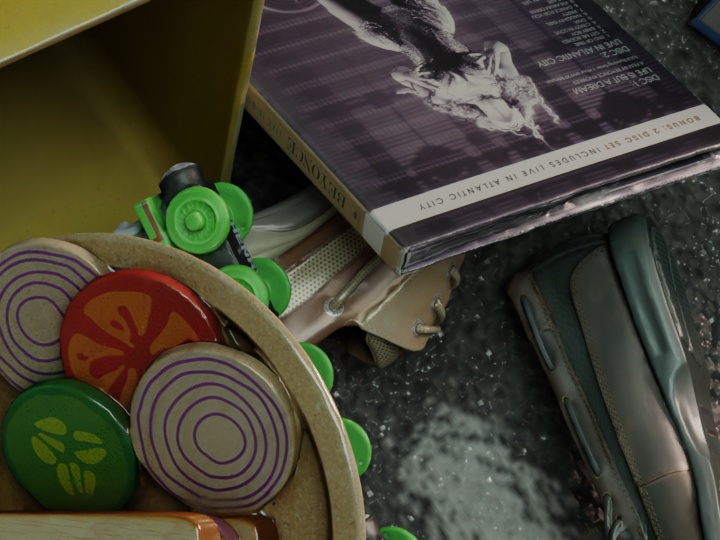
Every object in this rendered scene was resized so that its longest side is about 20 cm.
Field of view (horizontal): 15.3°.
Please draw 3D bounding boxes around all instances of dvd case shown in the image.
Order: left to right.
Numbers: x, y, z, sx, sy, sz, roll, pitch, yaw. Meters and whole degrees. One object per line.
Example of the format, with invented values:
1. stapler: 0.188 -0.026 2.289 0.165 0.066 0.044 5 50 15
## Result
1. dvd case: 0.016 -0.083 0.945 0.148 0.016 0.200 -18 49 -32

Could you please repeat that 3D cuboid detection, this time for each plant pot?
1. plant pot: -0.165 -0.088 0.886 0.199 0.200 0.177 -25 72 -18

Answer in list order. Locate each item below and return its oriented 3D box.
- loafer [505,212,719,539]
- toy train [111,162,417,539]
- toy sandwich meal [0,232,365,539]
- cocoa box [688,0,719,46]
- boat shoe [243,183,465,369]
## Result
1. loafer: 0.103 0.080 0.959 0.063 0.072 0.201 -18 67 15
2. toy train: -0.029 0.061 0.895 0.056 0.042 0.201 -27 89 14
3. toy sandwich meal: -0.090 0.090 0.864 0.204 0.070 0.206 4 99 25
4. cocoa box: 0.242 -0.151 1.019 0.133 0.131 0.200 35 70 -2
5. boat shoe: 0.000 0.000 0.958 0.199 0.076 0.072 -28 86 -9
